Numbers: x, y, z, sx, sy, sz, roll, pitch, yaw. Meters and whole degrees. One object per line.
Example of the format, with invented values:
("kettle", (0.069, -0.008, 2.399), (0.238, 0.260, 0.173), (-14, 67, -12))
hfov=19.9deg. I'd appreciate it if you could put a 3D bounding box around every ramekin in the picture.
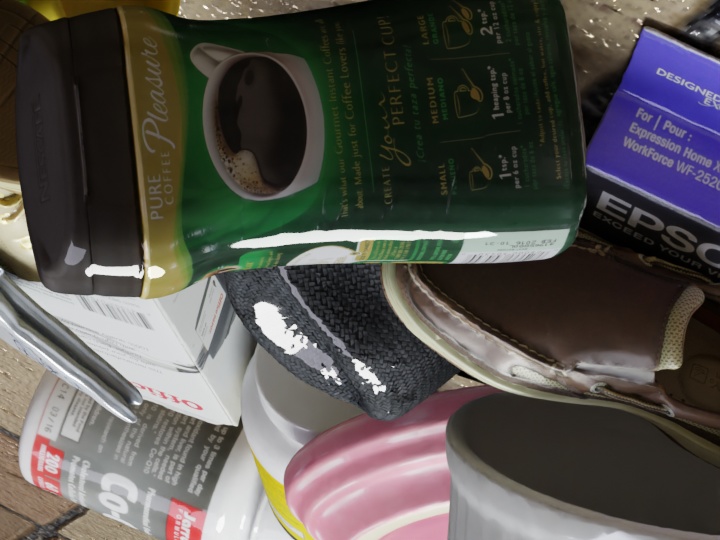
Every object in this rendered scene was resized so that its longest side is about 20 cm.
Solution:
("ramekin", (0.129, 0.125, 0.882), (0.199, 0.099, 0.201), (7, -168, -1))

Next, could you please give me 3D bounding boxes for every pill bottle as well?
("pill bottle", (-0.010, 0.087, 1.157), (0.111, 0.112, 0.200), (20, 159, 13))
("pill bottle", (-0.116, 0.125, 1.369), (0.199, 0.114, 0.114), (22, 159, 11))

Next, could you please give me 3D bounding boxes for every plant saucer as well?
("plant saucer", (0.062, 0.115, 1.043), (0.199, 0.051, 0.201), (-7, 156, -3))

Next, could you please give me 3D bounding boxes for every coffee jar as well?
("coffee jar", (-0.024, -0.047, 0.740), (0.198, 0.105, 0.085), (-5, 174, -10))

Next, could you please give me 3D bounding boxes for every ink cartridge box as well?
("ink cartridge box", (-0.137, -0.008, 1.114), (0.144, 0.084, 0.200), (17, 158, 20))
("ink cartridge box", (0.177, 0.000, 0.829), (0.197, 0.044, 0.200), (25, 159, 6))

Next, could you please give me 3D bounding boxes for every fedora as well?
("fedora", (0.000, 0.000, 0.905), (0.200, 0.092, 0.201), (36, 161, 14))

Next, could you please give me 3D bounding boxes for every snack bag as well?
("snack bag", (-0.207, -0.012, 0.982), (0.200, 0.021, 0.188), (46, 168, -35))

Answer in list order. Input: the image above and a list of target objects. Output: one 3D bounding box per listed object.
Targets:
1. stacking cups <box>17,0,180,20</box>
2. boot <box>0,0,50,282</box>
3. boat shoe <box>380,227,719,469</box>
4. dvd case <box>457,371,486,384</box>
("stacking cups", (-0.148, -0.112, 0.930), (0.060, 0.061, 0.200), (34, 163, -23))
("boot", (-0.146, -0.047, 0.878), (0.199, 0.073, 0.156), (20, 160, 36))
("boat shoe", (0.109, 0.020, 0.805), (0.201, 0.075, 0.075), (20, 161, -14))
("dvd case", (0.129, 0.044, 1.022), (0.199, 0.022, 0.146), (18, 158, 21))
